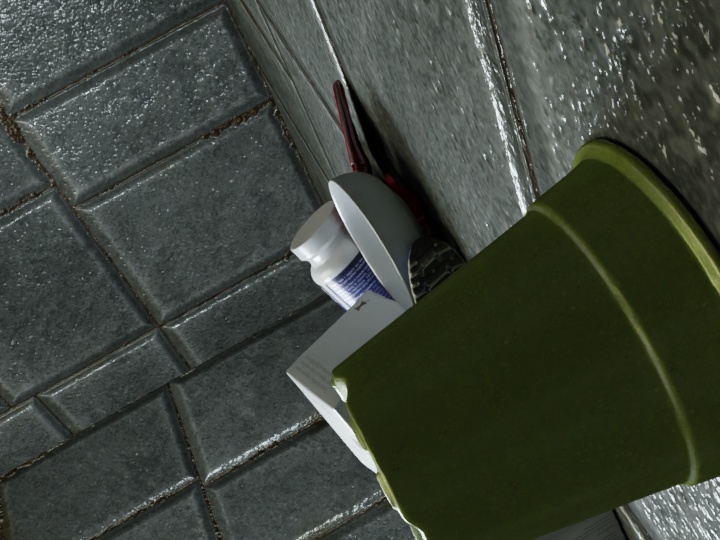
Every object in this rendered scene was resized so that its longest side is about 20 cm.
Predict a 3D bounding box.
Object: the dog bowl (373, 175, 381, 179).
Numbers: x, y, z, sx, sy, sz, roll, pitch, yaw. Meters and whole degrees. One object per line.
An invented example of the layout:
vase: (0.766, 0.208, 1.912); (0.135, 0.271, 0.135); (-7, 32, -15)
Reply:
dog bowl: (0.034, -0.063, 1.654); (0.202, 0.073, 0.200); (62, 177, 6)

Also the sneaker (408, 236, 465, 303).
sneaker: (0.111, 0.050, 1.256); (0.202, 0.078, 0.089); (63, 175, -14)

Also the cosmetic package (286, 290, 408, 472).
cosmetic package: (0.042, 0.165, 1.362); (0.201, 0.165, 0.164); (52, 167, -26)

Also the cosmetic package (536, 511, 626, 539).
cosmetic package: (0.255, 0.346, 1.153); (0.202, 0.107, 0.085); (64, 177, -20)

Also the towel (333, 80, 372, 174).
towel: (-0.001, -0.159, 1.483); (0.201, 0.022, 0.146); (69, -174, -62)

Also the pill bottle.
pill bottle: (0.000, 0.000, 1.486); (0.200, 0.116, 0.116); (43, -177, -18)

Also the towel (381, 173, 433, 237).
towel: (0.092, -0.031, 1.403); (0.202, 0.022, 0.145); (61, 176, -23)

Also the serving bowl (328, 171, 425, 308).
serving bowl: (0.038, -0.047, 1.329); (0.201, 0.065, 0.200); (57, 173, 10)

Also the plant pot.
plant pot: (0.090, 0.063, 0.558); (0.202, 0.188, 0.200); (62, 178, 4)
